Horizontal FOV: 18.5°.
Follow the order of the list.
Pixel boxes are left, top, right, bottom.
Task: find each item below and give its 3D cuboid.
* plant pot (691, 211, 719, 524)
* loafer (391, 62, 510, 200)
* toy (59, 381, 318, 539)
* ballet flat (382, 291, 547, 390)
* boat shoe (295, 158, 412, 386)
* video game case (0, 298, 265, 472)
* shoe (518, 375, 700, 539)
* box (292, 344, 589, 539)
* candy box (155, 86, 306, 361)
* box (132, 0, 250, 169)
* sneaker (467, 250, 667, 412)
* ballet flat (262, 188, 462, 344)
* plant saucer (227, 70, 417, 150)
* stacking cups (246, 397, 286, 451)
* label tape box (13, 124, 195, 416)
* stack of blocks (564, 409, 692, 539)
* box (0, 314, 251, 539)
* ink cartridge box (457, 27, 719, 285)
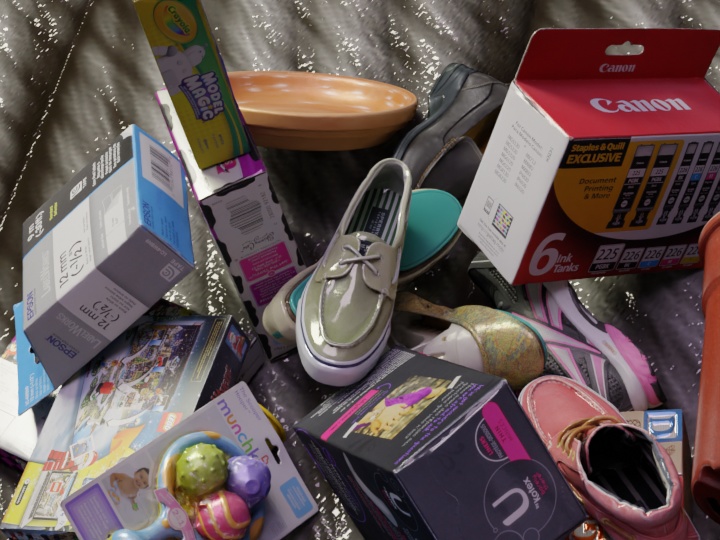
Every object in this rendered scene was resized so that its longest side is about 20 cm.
[{"bbox_3d":[0.319,0.080,1.545,0.199,0.201,0.197,5,61,21],"label":"plant pot"},{"bbox_3d":[0.075,-0.091,1.833,0.072,0.073,0.201,14,58,21],"label":"loafer"},{"bbox_3d":[-0.112,0.168,1.603,0.199,0.116,0.047,-32,4,-39],"label":"toy"},{"bbox_3d":[0.062,0.059,1.677,0.071,0.071,0.199,-43,28,-19],"label":"ballet flat"},{"bbox_3d":[-0.004,-0.003,1.648,0.071,0.062,0.201,12,47,2],"label":"boat shoe"},{"bbox_3d":[-0.206,0.097,1.786,0.199,0.036,0.182,20,60,30],"label":"video game case"},{"bbox_3d":[0.167,0.123,1.531,0.071,0.091,0.200,-29,48,-8],"label":"shoe"},{"bbox_3d":[0.053,0.140,1.558,0.106,0.123,0.200,-37,18,-14],"label":"box"},{"bbox_3d":[-0.092,-0.044,1.757,0.061,0.201,0.137,-24,47,-2],"label":"candy box"},{"bbox_3d":[-0.136,-0.186,1.621,0.048,0.201,0.118,-20,48,1],"label":"box"},{"bbox_3d":[0.138,0.055,1.687,0.086,0.081,0.200,-37,49,-10],"label":"sneaker"},{"bbox_3d":[0.000,0.000,1.735,0.069,0.070,0.199,30,48,34],"label":"ballet flat"},{"bbox_3d":[-0.051,-0.134,1.869,0.198,0.038,0.200,3,15,-1],"label":"plant saucer"},{"bbox_3d":[-0.138,0.186,1.680,0.060,0.061,0.200,24,64,32],"label":"stacking cups"},{"bbox_3d":[-0.224,-0.001,1.747,0.200,0.066,0.144,-38,33,18],"label":"label tape box"},{"bbox_3d":[0.176,0.200,1.566,0.114,0.059,0.201,-4,50,14],"label":"stack of blocks"},{"bbox_3d":[-0.178,0.125,1.691,0.136,0.038,0.201,0,53,30],"label":"box"},{"bbox_3d":[0.196,-0.088,1.667,0.199,0.177,0.084,-5,39,-35],"label":"ink cartridge box"}]
